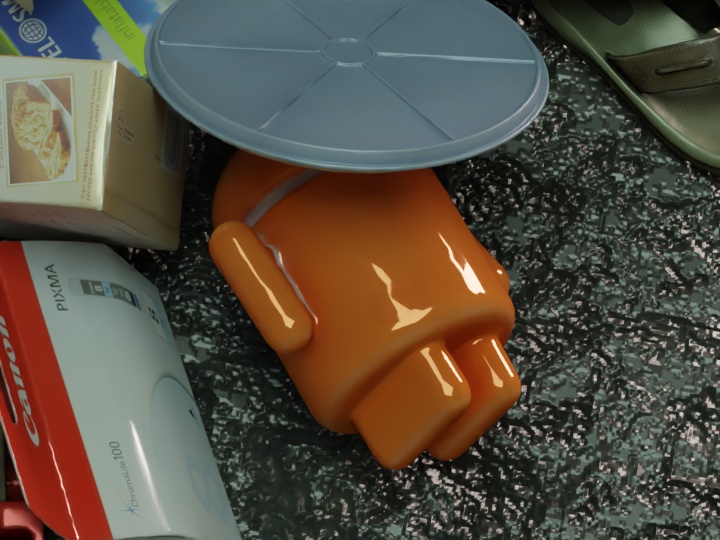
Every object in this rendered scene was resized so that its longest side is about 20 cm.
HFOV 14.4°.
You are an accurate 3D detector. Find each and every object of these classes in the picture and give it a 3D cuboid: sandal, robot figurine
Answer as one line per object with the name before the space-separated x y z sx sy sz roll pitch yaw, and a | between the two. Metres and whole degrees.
sandal | 0.169 -0.119 1.517 0.201 0.057 0.080 37 67 12
robot figurine | 0.001 0.000 1.416 0.143 0.117 0.201 -26 69 -13

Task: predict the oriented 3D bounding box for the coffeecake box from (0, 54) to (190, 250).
coffeecake box | -0.198 -0.060 1.377 0.199 0.154 0.074 4 84 10

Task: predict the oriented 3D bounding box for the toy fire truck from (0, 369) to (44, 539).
toy fire truck | -0.177 0.081 1.346 0.048 0.141 0.201 -4 66 -7

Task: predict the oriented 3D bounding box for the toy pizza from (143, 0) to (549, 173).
toy pizza | -0.007 -0.094 1.394 0.199 0.032 0.201 4 33 -3

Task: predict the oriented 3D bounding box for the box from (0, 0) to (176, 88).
box | -0.124 -0.148 1.510 0.199 0.048 0.122 -33 69 -18

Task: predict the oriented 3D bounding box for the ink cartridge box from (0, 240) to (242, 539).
ink cartridge box | -0.123 0.056 1.333 0.047 0.200 0.161 -22 68 8

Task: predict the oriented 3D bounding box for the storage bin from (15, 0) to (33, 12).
storage bin | -0.146 -0.256 1.498 0.199 0.094 0.198 -33 51 -19
